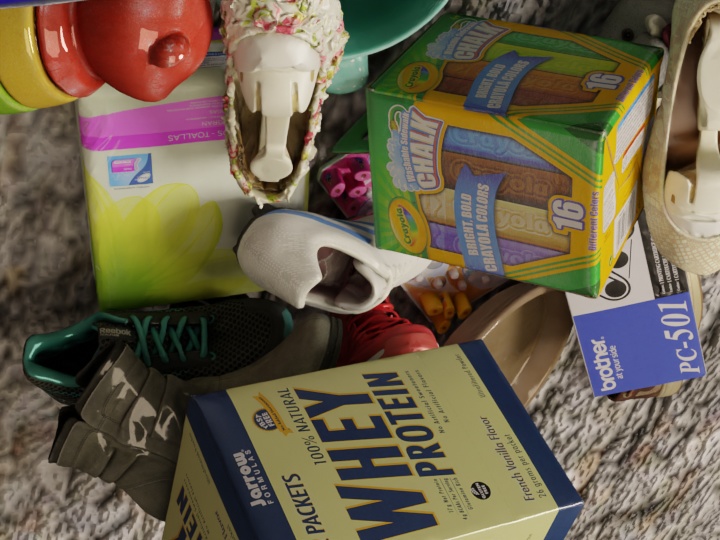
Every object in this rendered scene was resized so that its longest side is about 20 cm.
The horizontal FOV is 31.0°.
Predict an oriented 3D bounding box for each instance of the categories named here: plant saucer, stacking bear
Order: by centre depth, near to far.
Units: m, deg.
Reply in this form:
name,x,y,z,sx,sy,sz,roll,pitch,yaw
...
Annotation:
name,x,y,z,sx,sy,sz,roll,pitch,yaw
stacking bear,-0.176,-0.135,0.716,0.199,0.122,0.114,3,134,16
plant saucer,0.102,0.088,1.064,0.200,0.029,0.200,-37,149,-27

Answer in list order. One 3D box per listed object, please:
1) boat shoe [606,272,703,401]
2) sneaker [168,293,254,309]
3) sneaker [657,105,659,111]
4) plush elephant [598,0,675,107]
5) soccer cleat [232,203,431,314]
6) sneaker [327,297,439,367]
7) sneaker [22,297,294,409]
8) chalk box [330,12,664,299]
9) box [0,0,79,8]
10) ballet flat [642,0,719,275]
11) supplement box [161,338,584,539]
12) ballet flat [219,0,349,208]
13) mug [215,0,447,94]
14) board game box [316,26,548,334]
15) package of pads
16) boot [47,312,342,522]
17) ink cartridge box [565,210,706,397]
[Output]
name,x,y,z,sx,sy,sz,roll,pitch,yaw
boat shoe,0.238,0.041,1.101,0.072,0.072,0.200,-14,138,-9
sneaker,-0.065,0.090,0.957,0.074,0.200,0.079,-34,154,-4
sneaker,0.299,-0.062,1.021,0.200,0.088,0.074,23,118,-33
plush elephant,0.230,-0.151,0.888,0.154,0.200,0.165,-4,119,12
soccer cleat,0.000,0.000,0.899,0.200,0.086,0.070,-1,125,-49
sneaker,0.004,0.045,0.973,0.078,0.116,0.200,-5,162,-17
sneaker,-0.145,0.059,0.898,0.199,0.078,0.091,-15,159,15
chalk box,0.080,-0.084,0.845,0.199,0.124,0.124,14,130,22
box,-0.163,-0.261,0.626,0.105,0.184,0.200,-8,131,-11
ballet flat,0.209,-0.081,0.798,0.067,0.062,0.201,-1,113,8
supplement box,-0.005,0.170,0.810,0.199,0.134,0.200,-9,138,-26
ballet flat,-0.045,-0.102,0.741,0.075,0.064,0.200,2,153,-2
mug,-0.027,-0.207,0.762,0.152,0.115,0.185,14,135,-29
board game box,0.098,-0.059,0.995,0.200,0.026,0.200,-32,132,9
package of pads,-0.111,-0.068,0.885,0.154,0.068,0.200,-7,134,-14
boot,-0.112,0.083,0.851,0.130,0.068,0.200,34,110,-16
ink cartridge box,0.205,0.005,1.009,0.094,0.044,0.200,-12,126,12
